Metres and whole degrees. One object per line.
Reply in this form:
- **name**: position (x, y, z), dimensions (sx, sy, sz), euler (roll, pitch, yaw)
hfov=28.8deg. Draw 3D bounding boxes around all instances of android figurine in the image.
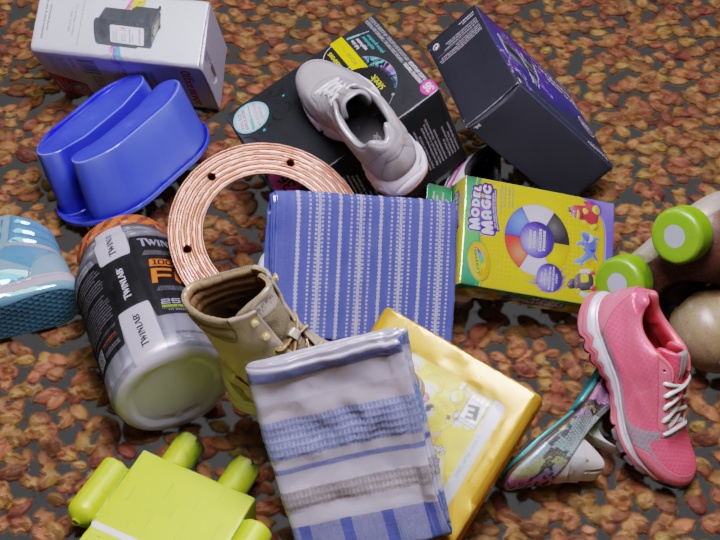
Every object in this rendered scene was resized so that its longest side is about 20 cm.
- **android figurine**: position (-0.176, 0.235, 1.260), dimensions (0.180, 0.041, 0.200), euler (22, 48, 17)

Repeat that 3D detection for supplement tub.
- **supplement tub**: position (-0.210, 0.046, 1.378), dimensions (0.121, 0.123, 0.201), euler (-16, 49, -16)

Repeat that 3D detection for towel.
- **towel**: position (0.000, 0.000, 1.352), dimensions (0.198, 0.147, 0.024), euler (2, 0, -23)
- **towel**: position (-0.008, 0.155, 1.211), dimensions (0.145, 0.202, 0.024), euler (-13, 15, 5)

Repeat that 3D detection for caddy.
- **caddy**: position (-0.259, -0.128, 1.554), dimensions (0.140, 0.106, 0.200), euler (15, 49, 40)

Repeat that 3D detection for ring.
- **ring**: position (-0.091, -0.034, 1.381), dimensions (0.198, 0.019, 0.203), euler (4, 67, -8)

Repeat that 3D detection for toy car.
- **toy car**: position (0.361, 0.039, 1.396), dimensions (0.164, 0.158, 0.201), euler (-14, 66, -52)

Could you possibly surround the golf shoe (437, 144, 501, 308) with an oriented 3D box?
- **golf shoe**: position (0.111, -0.052, 1.493), dimensions (0.072, 0.092, 0.201), euler (22, 48, -13)

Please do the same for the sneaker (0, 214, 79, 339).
- **sneaker**: position (-0.395, 0.008, 1.441), dimensions (0.198, 0.080, 0.131), euler (-8, 49, -23)

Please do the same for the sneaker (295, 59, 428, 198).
- **sneaker**: position (-0.007, -0.164, 1.391), dimensions (0.076, 0.092, 0.200), euler (-40, 53, -5)

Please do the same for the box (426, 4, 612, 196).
- **box**: position (0.177, -0.180, 1.551), dimensions (0.079, 0.199, 0.142), euler (-37, 47, 21)

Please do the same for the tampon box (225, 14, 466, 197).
- **tampon box**: position (-0.015, -0.143, 1.517), dimensions (0.199, 0.127, 0.150), euler (-35, 53, -3)

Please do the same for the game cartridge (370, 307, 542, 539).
- **game cartridge**: position (0.043, 0.158, 1.287), dimensions (0.175, 0.032, 0.201), euler (29, 75, 19)

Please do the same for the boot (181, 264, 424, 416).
- **boot**: position (-0.051, 0.068, 1.242), dimensions (0.198, 0.156, 0.073), euler (6, 50, 26)

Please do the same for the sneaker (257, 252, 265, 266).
- **sneaker**: position (-0.068, 0.043, 1.416), dimensions (0.074, 0.082, 0.201), euler (-9, 46, -8)

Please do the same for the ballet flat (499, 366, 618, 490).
- **ballet flat**: position (0.215, 0.154, 1.337), dimensions (0.071, 0.069, 0.200), euler (43, 56, 9)

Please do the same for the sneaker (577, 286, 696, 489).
- **sneaker**: position (0.273, 0.108, 1.305), dimensions (0.073, 0.086, 0.202), euler (-24, 90, -43)

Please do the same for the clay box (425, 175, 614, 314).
- **clay box**: position (0.162, -0.026, 1.439), dimensions (0.198, 0.048, 0.116), euler (9, 75, -18)

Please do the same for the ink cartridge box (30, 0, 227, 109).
- **ink cartridge box**: position (-0.263, -0.258, 1.634), dimensions (0.197, 0.146, 0.084), euler (7, 77, 4)
